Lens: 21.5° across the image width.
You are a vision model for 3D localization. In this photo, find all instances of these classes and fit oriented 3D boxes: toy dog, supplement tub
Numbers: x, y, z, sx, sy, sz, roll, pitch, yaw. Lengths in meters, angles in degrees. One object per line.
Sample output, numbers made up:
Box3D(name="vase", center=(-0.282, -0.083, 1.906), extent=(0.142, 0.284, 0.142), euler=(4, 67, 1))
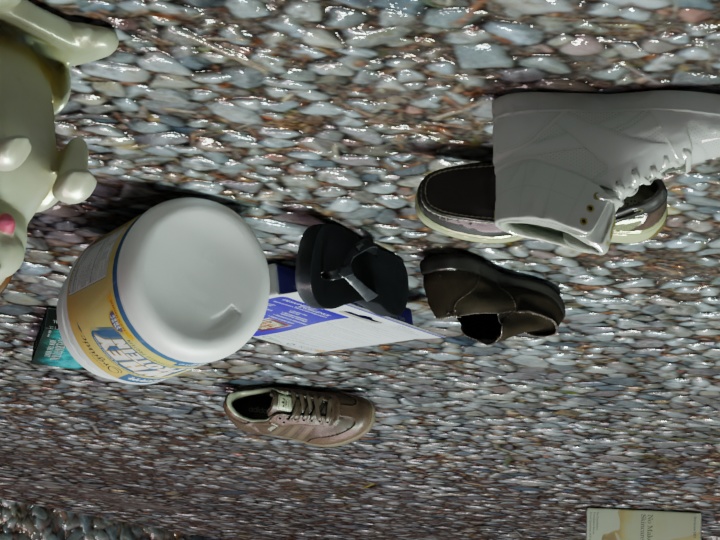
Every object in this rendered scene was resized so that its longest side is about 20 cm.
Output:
Box3D(name="toy dog", center=(-0.267, -0.076, 1.256), extent=(0.192, 0.202, 0.139), euler=(-4, 163, 26))
Box3D(name="supplement tub", center=(-0.183, 0.024, 1.711), extent=(0.143, 0.146, 0.199), euler=(12, 163, -27))

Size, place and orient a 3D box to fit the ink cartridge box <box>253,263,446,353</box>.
Box3D(name="ink cartridge box", center=(-0.047, 0.038, 1.933), extent=(0.199, 0.048, 0.197), euler=(-13, 156, 44))

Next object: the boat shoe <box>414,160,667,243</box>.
Box3D(name="boat shoe", center=(0.140, -0.064, 1.467), extent=(0.197, 0.074, 0.065), euler=(0, 154, 3))

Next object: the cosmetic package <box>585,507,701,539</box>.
Box3D(name="cosmetic package", center=(0.489, 0.468, 3.270), extent=(0.198, 0.106, 0.071), euler=(0, 165, 10))

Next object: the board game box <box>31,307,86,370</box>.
Box3D(name="board game box", center=(-0.308, 0.085, 2.202), extent=(0.134, 0.028, 0.200), euler=(8, 164, -12))

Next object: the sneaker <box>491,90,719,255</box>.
Box3D(name="sneaker", center=(0.191, -0.064, 1.345), extent=(0.198, 0.117, 0.074), euler=(0, 163, 11))

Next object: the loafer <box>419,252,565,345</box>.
Box3D(name="loafer", center=(0.124, 0.040, 1.831), extent=(0.073, 0.072, 0.199), euler=(-10, 159, 42))

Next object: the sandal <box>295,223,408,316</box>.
Box3D(name="sandal", center=(0.000, -0.001, 1.727), extent=(0.042, 0.077, 0.200), euler=(-2, 174, 29))

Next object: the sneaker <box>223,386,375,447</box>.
Box3D(name="sneaker", center=(-0.082, 0.185, 2.430), extent=(0.198, 0.071, 0.076), euler=(-1, 163, 18))
